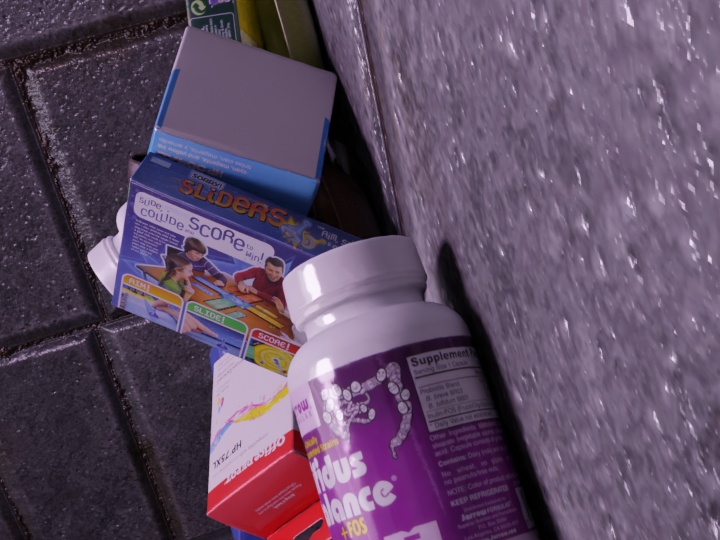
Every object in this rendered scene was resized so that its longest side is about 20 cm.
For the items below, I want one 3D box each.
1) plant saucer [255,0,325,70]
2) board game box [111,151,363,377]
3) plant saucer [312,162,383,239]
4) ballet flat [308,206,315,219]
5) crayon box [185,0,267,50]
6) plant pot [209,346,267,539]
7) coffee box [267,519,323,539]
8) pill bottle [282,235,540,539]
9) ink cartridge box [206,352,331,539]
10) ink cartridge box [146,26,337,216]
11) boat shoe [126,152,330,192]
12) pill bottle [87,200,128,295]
[{"bbox_3d":[-0.061,-0.200,0.947,0.200,0.031,0.202,164,90,-84],"label":"plant saucer"},{"bbox_3d":[-0.077,0.009,0.786,0.035,0.198,0.136,-67,0,-45],"label":"board game box"},{"bbox_3d":[0.000,0.000,0.903,0.200,0.036,0.202,164,90,-83],"label":"plant saucer"},{"bbox_3d":[-0.047,-0.055,1.071,0.070,0.067,0.202,1,-103,-84],"label":"ballet flat"},{"bbox_3d":[-0.115,-0.204,1.053,0.200,0.050,0.128,-3,-94,-82],"label":"crayon box"},{"bbox_3d":[-0.061,0.168,1.178,0.200,0.198,0.181,-117,19,-57],"label":"plant pot"},{"bbox_3d":[-0.025,0.202,0.977,0.115,0.079,0.202,90,-161,-72],"label":"coffee box"},{"bbox_3d":[0.022,0.088,0.608,0.112,0.111,0.202,98,155,-74],"label":"pill bottle"},{"bbox_3d":[-0.068,0.139,0.904,0.067,0.116,0.201,29,-144,-30],"label":"ink cartridge box"},{"bbox_3d":[-0.111,-0.062,0.861,0.201,0.124,0.129,117,165,-44],"label":"ink cartridge box"},{"bbox_3d":[-0.125,-0.087,0.998,0.075,0.198,0.074,-85,-14,-63],"label":"boat shoe"},{"bbox_3d":[-0.181,-0.050,1.120,0.112,0.200,0.112,50,-178,-3],"label":"pill bottle"}]
